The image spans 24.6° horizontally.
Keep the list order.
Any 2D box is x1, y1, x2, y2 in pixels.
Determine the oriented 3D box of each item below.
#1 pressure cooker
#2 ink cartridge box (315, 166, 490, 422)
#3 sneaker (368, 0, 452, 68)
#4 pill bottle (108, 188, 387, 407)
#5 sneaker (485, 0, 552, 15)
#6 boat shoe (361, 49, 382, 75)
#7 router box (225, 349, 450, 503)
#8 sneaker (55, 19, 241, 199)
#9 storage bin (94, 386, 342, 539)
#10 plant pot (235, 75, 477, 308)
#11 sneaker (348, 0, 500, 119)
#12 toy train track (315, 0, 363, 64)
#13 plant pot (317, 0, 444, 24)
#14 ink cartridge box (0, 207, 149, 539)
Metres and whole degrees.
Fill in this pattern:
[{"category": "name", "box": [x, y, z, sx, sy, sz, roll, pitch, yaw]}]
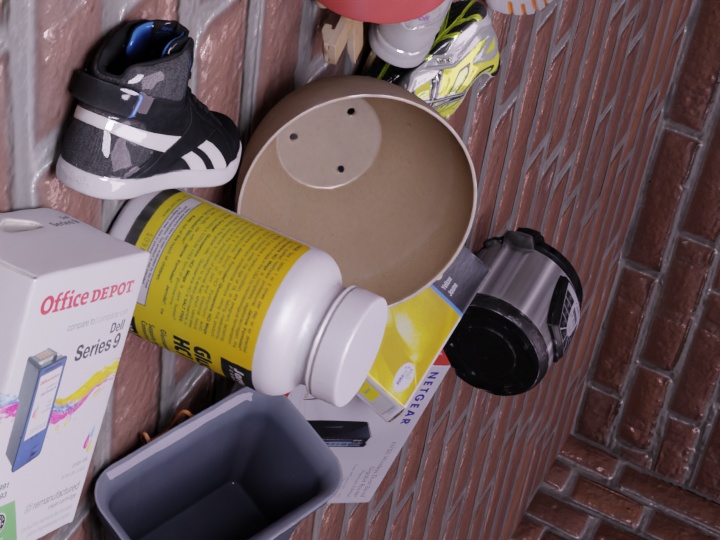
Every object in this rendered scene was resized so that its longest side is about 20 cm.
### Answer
[{"category": "pressure cooker", "box": [0.212, 0.048, 2.284, 0.176, 0.179, 0.200, -39, -170, 47]}, {"category": "ink cartridge box", "box": [0.000, 0.000, 1.470, 0.047, 0.200, 0.198, -38, -168, 48]}, {"category": "sneaker", "box": [0.068, -0.274, 1.476, 0.100, 0.074, 0.202, 119, -9, -55]}, {"category": "pill bottle", "box": [-0.086, 0.022, 1.208, 0.113, 0.198, 0.113, -56, 161, -32]}, {"category": "sneaker", "box": [0.208, -0.367, 1.901, 0.200, 0.077, 0.079, -40, 149, -22]}, {"category": "boat shoe", "box": [0.043, -0.166, 1.621, 0.072, 0.067, 0.201, -60, 163, -23]}, {"category": "router box", "box": [-0.037, 0.135, 1.529, 0.178, 0.049, 0.201, 3, 133, -30]}, {"category": "sneaker", "box": [-0.124, -0.117, 1.125, 0.200, 0.072, 0.113, -28, 139, -64]}, {"category": "storage bin", "box": [-0.137, 0.206, 1.410, 0.199, 0.146, 0.135, -29, 158, -34]}, {"category": "plant pot", "box": [-0.015, -0.082, 1.384, 0.135, 0.198, 0.202, -114, -146, -58]}, {"category": "sneaker", "box": [0.049, -0.159, 1.514, 0.199, 0.075, 0.077, -37, 123, -2]}, {"category": "toy train track", "box": [-0.002, -0.259, 1.423, 0.115, 0.032, 0.201, 90, 20, -54]}, {"category": "plant pot", "box": [0.021, -0.285, 1.198, 0.202, 0.199, 0.178, -60, 173, -25]}, {"category": "ink cartridge box", "box": [-0.223, 0.072, 1.032, 0.145, 0.087, 0.202, -18, 126, -69]}]
